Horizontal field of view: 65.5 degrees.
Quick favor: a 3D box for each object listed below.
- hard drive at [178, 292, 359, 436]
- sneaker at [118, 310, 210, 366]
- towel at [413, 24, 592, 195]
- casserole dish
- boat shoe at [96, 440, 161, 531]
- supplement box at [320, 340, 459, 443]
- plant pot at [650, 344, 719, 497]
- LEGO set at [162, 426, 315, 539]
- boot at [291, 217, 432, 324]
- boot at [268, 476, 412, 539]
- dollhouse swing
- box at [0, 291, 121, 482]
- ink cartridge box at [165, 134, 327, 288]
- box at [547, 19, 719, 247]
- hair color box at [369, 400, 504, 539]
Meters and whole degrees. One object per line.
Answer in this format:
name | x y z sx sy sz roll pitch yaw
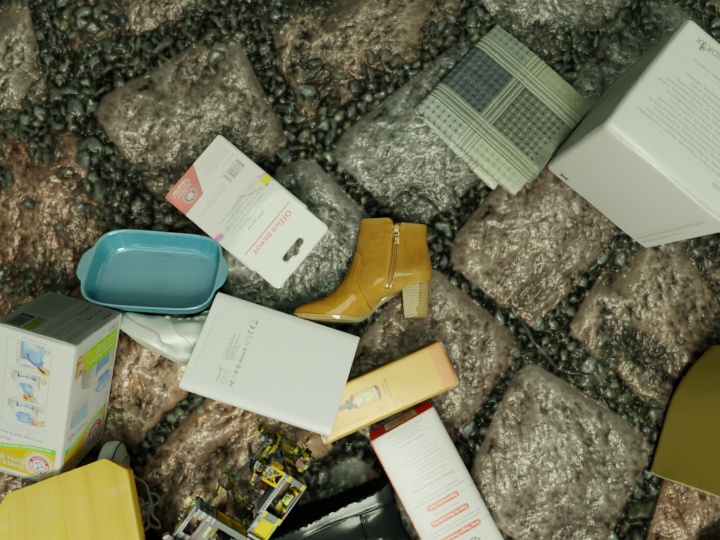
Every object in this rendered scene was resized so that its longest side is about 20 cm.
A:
hard drive | -0.114 0.120 0.727 0.199 0.027 0.133 17 67 1
sneaker | -0.230 0.087 0.774 0.199 0.075 0.089 23 72 -5
towel | 0.211 -0.234 0.828 0.200 0.035 0.193 42 83 4
casserole dish | -0.280 0.006 0.767 0.198 0.039 0.122 4 58 -3
boat shoe | -0.305 0.329 0.743 0.085 0.075 0.204 2 89 -1
supplement box | 0.030 0.164 0.771 0.199 0.069 0.067 -23 86 -5
plant pot | 0.534 0.204 0.727 0.194 0.194 0.201 15 80 -1
LEGO set | -0.164 0.282 0.712 0.116 0.154 0.200 38 93 -16
boot | 0.001 0.000 0.787 0.200 0.071 0.145 -4 79 -4
boot | -0.016 0.391 0.746 0.199 0.076 0.169 -22 90 1
dollhouse swing | -0.322 0.357 0.693 0.199 0.182 0.177 -20 57 -1
box | -0.387 0.147 0.705 0.101 0.113 0.201 16 107 0
ink cartridge box | -0.152 -0.076 0.782 0.200 0.068 0.117 40 86 3
box | 0.401 -0.164 0.739 0.200 0.199 0.172 40 86 1
hair color box | 0.101 0.294 0.765 0.101 0.061 0.201 -27 86 -3
